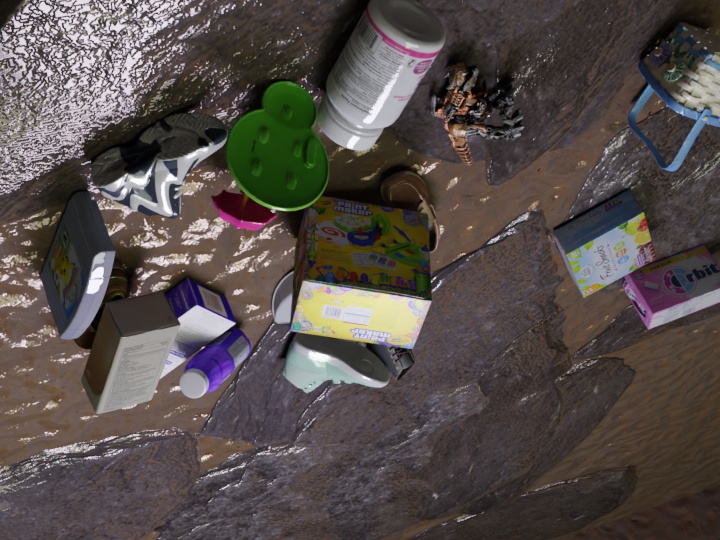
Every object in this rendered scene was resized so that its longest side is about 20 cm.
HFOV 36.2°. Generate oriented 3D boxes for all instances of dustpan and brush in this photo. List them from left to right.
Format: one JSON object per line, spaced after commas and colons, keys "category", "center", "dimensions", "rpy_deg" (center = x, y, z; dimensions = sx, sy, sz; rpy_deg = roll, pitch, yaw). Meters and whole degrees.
{"category": "dustpan and brush", "center": [-0.085, 0.016, 1.896], "dimensions": [0.139, 0.058, 0.200], "rpy_deg": [-6, 151, -7]}

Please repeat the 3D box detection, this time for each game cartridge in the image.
{"category": "game cartridge", "center": [-0.407, 0.002, 1.579], "dimensions": [0.040, 0.134, 0.200], "rpy_deg": [-7, 143, -38]}

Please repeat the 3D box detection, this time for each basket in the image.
{"category": "basket", "center": [0.510, -0.280, 1.755], "dimensions": [0.138, 0.177, 0.201], "rpy_deg": [10, 122, -21]}

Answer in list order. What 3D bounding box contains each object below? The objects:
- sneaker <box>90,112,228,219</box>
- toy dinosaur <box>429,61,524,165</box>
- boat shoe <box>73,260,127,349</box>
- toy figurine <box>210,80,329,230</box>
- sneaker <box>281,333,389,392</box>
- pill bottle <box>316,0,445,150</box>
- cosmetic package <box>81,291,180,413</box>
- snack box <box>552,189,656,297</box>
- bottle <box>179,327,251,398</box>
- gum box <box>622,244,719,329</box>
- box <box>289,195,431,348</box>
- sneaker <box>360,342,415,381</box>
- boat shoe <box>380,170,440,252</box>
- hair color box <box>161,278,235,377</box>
{"category": "sneaker", "center": [-0.259, -0.137, 1.531], "dimensions": [0.198, 0.080, 0.130], "rpy_deg": [-28, 149, 5]}
{"category": "toy dinosaur", "center": [0.172, -0.242, 1.680], "dimensions": [0.135, 0.103, 0.200], "rpy_deg": [-6, 164, -2]}
{"category": "boat shoe", "center": [-0.414, 0.072, 1.733], "dimensions": [0.072, 0.068, 0.200], "rpy_deg": [-6, 144, -29]}
{"category": "toy figurine", "center": [-0.144, -0.141, 1.558], "dimensions": [0.149, 0.201, 0.184], "rpy_deg": [19, 152, -20]}
{"category": "sneaker", "center": [-0.051, 0.193, 2.091], "dimensions": [0.199, 0.074, 0.118], "rpy_deg": [23, 130, -9]}
{"category": "pill bottle", "center": [0.022, -0.267, 1.497], "dimensions": [0.113, 0.114, 0.200], "rpy_deg": [1, 140, -34]}
{"category": "cosmetic package", "center": [-0.362, 0.130, 1.724], "dimensions": [0.105, 0.071, 0.200], "rpy_deg": [-11, 144, -37]}
{"category": "snack box", "center": [0.479, -0.049, 2.149], "dimensions": [0.168, 0.068, 0.200], "rpy_deg": [-29, 146, 6]}
{"category": "bottle", "center": [-0.251, 0.160, 1.874], "dimensions": [0.083, 0.065, 0.200], "rpy_deg": [-35, -175, 18]}
{"category": "gum box", "center": [0.670, 0.036, 2.351], "dimensions": [0.199, 0.114, 0.066], "rpy_deg": [-20, 147, -9]}
{"category": "box", "center": [0.000, 0.000, 1.729], "dimensions": [0.199, 0.193, 0.122], "rpy_deg": [9, 136, -8]}
{"category": "sneaker", "center": [0.066, 0.122, 2.070], "dimensions": [0.075, 0.106, 0.200], "rpy_deg": [-35, 158, -24]}
{"category": "boat shoe", "center": [0.092, -0.095, 1.825], "dimensions": [0.075, 0.072, 0.200], "rpy_deg": [-29, 147, 7]}
{"category": "hair color box", "center": [-0.322, 0.105, 1.847], "dimensions": [0.200, 0.065, 0.109], "rpy_deg": [-37, 146, 15]}
